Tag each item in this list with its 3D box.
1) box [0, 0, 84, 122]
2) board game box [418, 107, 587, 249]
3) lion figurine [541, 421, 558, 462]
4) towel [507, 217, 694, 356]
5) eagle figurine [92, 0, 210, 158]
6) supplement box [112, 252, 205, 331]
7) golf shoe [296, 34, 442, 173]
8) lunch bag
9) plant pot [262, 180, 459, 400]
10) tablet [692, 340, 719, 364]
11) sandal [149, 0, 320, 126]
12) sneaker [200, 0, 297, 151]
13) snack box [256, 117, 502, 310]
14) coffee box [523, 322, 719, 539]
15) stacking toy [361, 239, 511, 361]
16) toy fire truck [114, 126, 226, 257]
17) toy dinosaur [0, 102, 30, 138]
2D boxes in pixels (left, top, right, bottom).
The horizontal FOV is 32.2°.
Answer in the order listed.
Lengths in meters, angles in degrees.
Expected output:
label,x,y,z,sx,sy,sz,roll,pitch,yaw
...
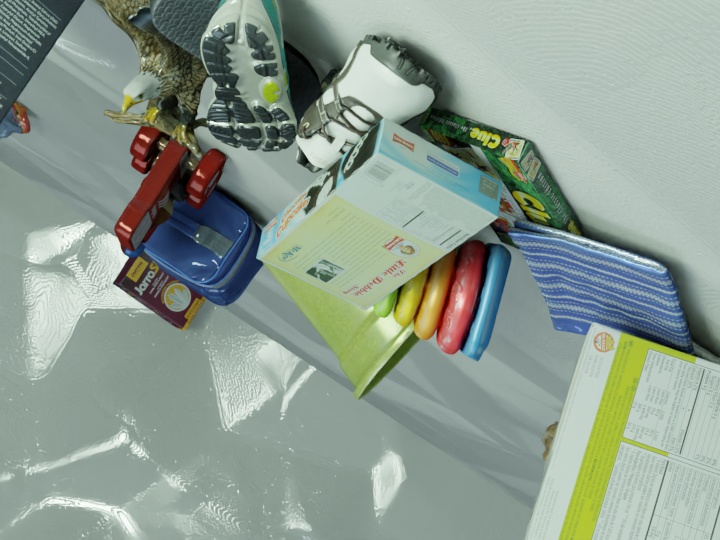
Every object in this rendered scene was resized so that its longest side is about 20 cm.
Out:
label,x,y,z,sx,sy,sz,roll,pitch,yaw
box,-0.358,-0.244,1.181,0.104,0.201,0.147,40,168,-36
board game box,0.130,-0.062,1.055,0.104,0.024,0.200,22,165,37
lion figurine,0.355,0.279,1.797,0.197,0.073,0.123,16,152,12
towel,0.214,0.025,1.090,0.143,0.024,0.200,19,163,29
eagle figurine,-0.181,-0.203,1.140,0.149,0.152,0.202,-6,132,-4
supplement box,-0.475,0.042,2.977,0.199,0.111,0.085,37,168,-20
golf shoe,0.000,-0.120,0.986,0.077,0.095,0.200,35,167,-9
lunch bag,-0.245,-0.057,1.834,0.199,0.137,0.132,30,169,20
plant pot,0.000,0.000,1.321,0.184,0.200,0.201,43,170,8
tablet,0.291,0.074,1.201,0.199,0.014,0.130,33,169,4
sandal,-0.099,-0.189,1.073,0.200,0.076,0.043,44,-159,-42
sneaker,-0.084,-0.164,1.017,0.076,0.081,0.201,8,151,0
snack box,0.011,-0.039,1.020,0.115,0.037,0.200,26,145,-22
coffee box,0.269,0.191,1.140,0.195,0.202,0.200,17,168,10
stacking toy,0.032,0.006,1.160,0.197,0.111,0.116,16,-178,-1
toy fire truck,-0.266,-0.099,1.627,0.111,0.169,0.200,33,169,-3
toy dinosaur,-0.640,-0.282,2.246,0.179,0.106,0.200,14,-160,24
